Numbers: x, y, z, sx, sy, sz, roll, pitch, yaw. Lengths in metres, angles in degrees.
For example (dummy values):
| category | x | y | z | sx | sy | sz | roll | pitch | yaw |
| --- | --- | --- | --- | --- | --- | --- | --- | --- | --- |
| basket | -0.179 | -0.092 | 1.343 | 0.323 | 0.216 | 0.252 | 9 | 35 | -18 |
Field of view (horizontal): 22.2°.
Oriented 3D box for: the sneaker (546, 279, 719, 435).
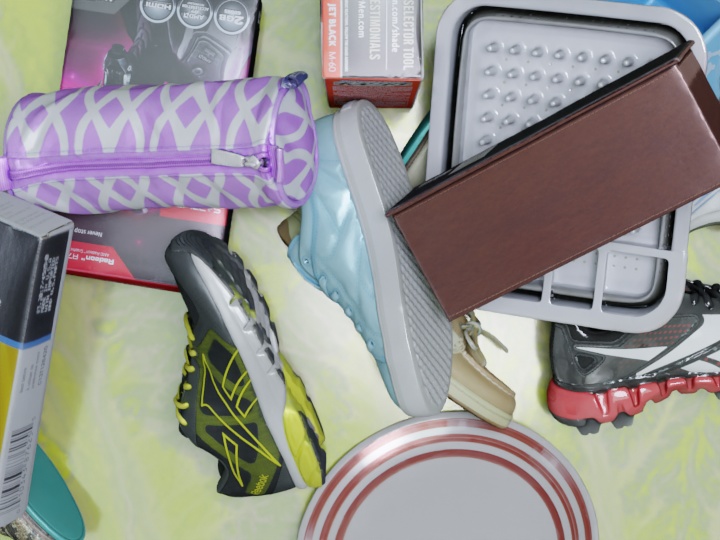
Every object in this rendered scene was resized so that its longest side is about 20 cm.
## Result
| category | x | y | z | sx | sy | sz | roll | pitch | yaw |
| --- | --- | --- | --- | --- | --- | --- | --- | --- | --- |
| sneaker | 0.212 | 0.035 | 1.198 | 0.198 | 0.071 | 0.099 | -15 | 109 | 0 |

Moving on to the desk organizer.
| category | x | y | z | sx | sy | sz | roll | pitch | yaw |
| --- | --- | --- | --- | --- | --- | --- | --- | --- | --- |
| desk organizer | 0.123 | -0.052 | 1.093 | 0.199 | 0.072 | 0.077 | -27 | 95 | 22 |

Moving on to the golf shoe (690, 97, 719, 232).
| category | x | y | z | sx | sy | sz | roll | pitch | yaw |
| --- | --- | --- | --- | --- | --- | --- | --- | --- | --- |
| golf shoe | 0.252 | -0.079 | 1.218 | 0.199 | 0.078 | 0.098 | -27 | 111 | 2 |

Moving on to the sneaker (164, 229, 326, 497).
| category | x | y | z | sx | sy | sz | roll | pitch | yaw |
| --- | --- | --- | --- | --- | --- | --- | --- | --- | --- |
| sneaker | -0.088 | 0.070 | 1.175 | 0.084 | 0.075 | 0.201 | -21 | 114 | 6 |

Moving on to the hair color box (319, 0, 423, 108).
| category | x | y | z | sx | sy | sz | roll | pitch | yaw |
| --- | --- | --- | --- | --- | --- | --- | --- | --- | --- |
| hair color box | 0.007 | -0.163 | 1.136 | 0.063 | 0.200 | 0.112 | 0 | 90 | -1 |

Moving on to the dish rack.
| category | x | y | z | sx | sy | sz | roll | pitch | yaw |
| --- | --- | --- | --- | --- | --- | --- | --- | --- | --- |
| dish rack | 0.127 | -0.070 | 1.147 | 0.170 | 0.044 | 0.202 | 8 | 106 | 18 |

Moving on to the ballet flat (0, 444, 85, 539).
| category | x | y | z | sx | sy | sz | roll | pitch | yaw |
| --- | --- | --- | --- | --- | --- | --- | --- | --- | --- |
| ballet flat | -0.255 | 0.112 | 1.208 | 0.075 | 0.068 | 0.201 | -33 | 85 | 21 |

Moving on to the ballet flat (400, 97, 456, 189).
| category | x | y | z | sx | sy | sz | roll | pitch | yaw |
| --- | --- | --- | --- | --- | --- | --- | --- | --- | --- |
| ballet flat | 0.087 | -0.122 | 1.205 | 0.069 | 0.069 | 0.201 | 28 | 90 | -1 |

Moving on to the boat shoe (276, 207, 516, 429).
| category | x | y | z | sx | sy | sz | roll | pitch | yaw |
| --- | --- | --- | --- | --- | --- | --- | --- | --- | --- |
| boat shoe | 0.034 | 0.022 | 1.201 | 0.200 | 0.073 | 0.063 | 43 | 89 | 1 |

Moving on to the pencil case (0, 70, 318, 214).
| category | x | y | z | sx | sy | sz | roll | pitch | yaw |
| --- | --- | --- | --- | --- | --- | --- | --- | --- | --- |
| pencil case | -0.121 | -0.072 | 1.118 | 0.198 | 0.086 | 0.085 | -2 | 118 | 20 |

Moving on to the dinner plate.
| category | x | y | z | sx | sy | sz | roll | pitch | yaw |
| --- | --- | --- | --- | --- | --- | --- | --- | --- | --- |
| dinner plate | 0.055 | 0.183 | 1.183 | 0.198 | 0.024 | 0.202 | -8 | 53 | 11 |

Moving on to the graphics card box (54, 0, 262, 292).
| category | x | y | z | sx | sy | sz | roll | pitch | yaw |
| --- | --- | --- | --- | --- | --- | --- | --- | --- | --- |
| graphics card box | -0.138 | -0.090 | 1.209 | 0.124 | 0.051 | 0.202 | 9 | 89 | -1 |

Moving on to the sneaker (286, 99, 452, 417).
| category | x | y | z | sx | sy | sz | roll | pitch | yaw |
| --- | --- | --- | --- | --- | --- | --- | --- | --- | --- |
| sneaker | 0.000 | 0.000 | 1.152 | 0.081 | 0.074 | 0.202 | -20 | 77 | 27 |

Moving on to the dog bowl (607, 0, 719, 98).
| category | x | y | z | sx | sy | sz | roll | pitch | yaw |
| --- | --- | --- | --- | --- | --- | --- | --- | --- | --- |
| dog bowl | 0.215 | -0.179 | 1.186 | 0.200 | 0.050 | 0.111 | -44 | 58 | -4 |

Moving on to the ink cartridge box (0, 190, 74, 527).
| category | x | y | z | sx | sy | sz | roll | pitch | yaw |
| --- | --- | --- | --- | --- | --- | --- | --- | --- | --- |
| ink cartridge box | -0.281 | 0.031 | 1.143 | 0.198 | 0.047 | 0.200 | 21 | 112 | 20 |
